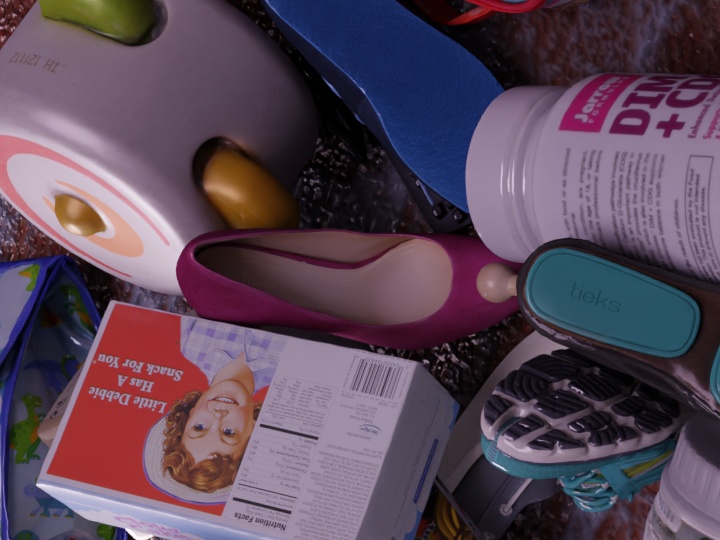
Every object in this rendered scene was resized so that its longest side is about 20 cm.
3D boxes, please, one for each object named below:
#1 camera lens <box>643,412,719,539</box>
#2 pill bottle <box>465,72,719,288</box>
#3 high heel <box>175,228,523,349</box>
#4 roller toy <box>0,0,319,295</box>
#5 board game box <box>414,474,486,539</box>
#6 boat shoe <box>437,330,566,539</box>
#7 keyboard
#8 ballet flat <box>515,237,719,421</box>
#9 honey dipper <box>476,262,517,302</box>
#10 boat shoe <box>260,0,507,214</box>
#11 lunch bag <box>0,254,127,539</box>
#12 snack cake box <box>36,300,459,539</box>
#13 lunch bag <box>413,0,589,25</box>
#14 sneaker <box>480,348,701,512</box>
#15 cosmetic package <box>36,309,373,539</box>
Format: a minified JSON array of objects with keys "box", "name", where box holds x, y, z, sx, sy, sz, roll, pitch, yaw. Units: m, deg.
[{"box":[0.211,0.185,1.331,0.160,0.160,0.200,22,111,37],"name":"camera lens"},{"box":[0.159,-0.044,1.369,0.200,0.113,0.113,5,101,41],"name":"pill bottle"},{"box":[0.000,0.000,1.472,0.200,0.096,0.067,3,75,1],"name":"high heel"},{"box":[-0.128,-0.077,1.555,0.200,0.140,0.182,36,160,-9],"name":"roller toy"},{"box":[-0.014,0.204,1.475,0.200,0.035,0.126,-38,88,3],"name":"board game box"},{"box":[0.090,0.099,1.506,0.062,0.073,0.200,32,120,-17],"name":"boat shoe"},{"box":[0.008,-0.105,1.543,0.104,0.040,0.200,-44,68,36],"name":"keyboard"},{"box":[0.172,0.038,1.315,0.200,0.068,0.068,27,86,12],"name":"ballet flat"},{"box":[0.149,0.016,1.423,0.200,0.038,0.038,10,104,32],"name":"honey dipper"},{"box":[0.024,-0.113,1.487,0.084,0.069,0.200,-39,95,-1],"name":"boat shoe"},{"box":[-0.244,0.094,1.751,0.170,0.127,0.200,-7,80,44],"name":"lunch bag"},{"box":[-0.061,0.094,1.455,0.200,0.067,0.115,11,71,28],"name":"snack cake box"},{"box":[0.053,-0.221,1.461,0.200,0.082,0.176,25,117,36],"name":"lunch bag"},{"box":[0.127,0.088,1.361,0.077,0.200,0.080,32,110,31],"name":"sneaker"},{"box":[-0.088,0.082,1.613,0.200,0.073,0.104,-26,113,42],"name":"cosmetic package"}]
